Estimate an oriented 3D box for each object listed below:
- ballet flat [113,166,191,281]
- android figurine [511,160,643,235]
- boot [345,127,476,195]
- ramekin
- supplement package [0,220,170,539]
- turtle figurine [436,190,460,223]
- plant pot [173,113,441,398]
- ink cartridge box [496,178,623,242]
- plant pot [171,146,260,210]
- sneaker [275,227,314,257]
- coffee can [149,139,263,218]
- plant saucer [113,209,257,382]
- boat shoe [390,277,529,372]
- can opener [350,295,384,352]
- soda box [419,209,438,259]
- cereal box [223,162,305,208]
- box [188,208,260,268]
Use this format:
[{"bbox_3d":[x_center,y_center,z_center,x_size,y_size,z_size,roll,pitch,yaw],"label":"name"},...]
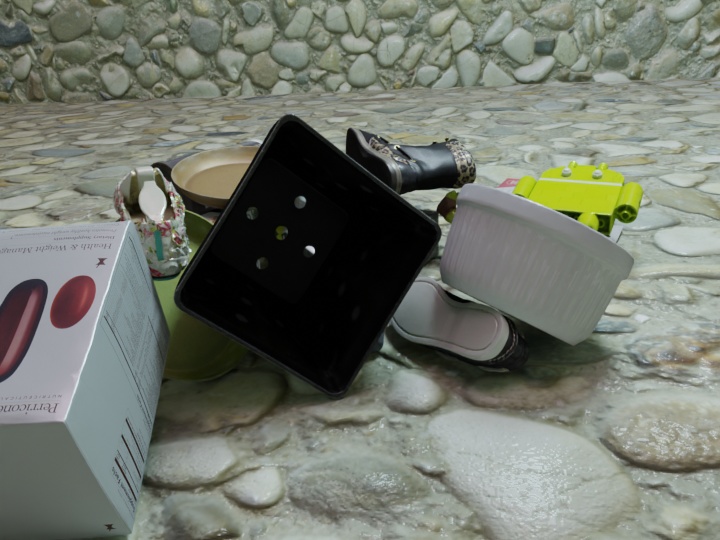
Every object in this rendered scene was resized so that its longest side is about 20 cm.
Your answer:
[{"bbox_3d":[-0.207,-0.065,0.668,0.074,0.065,0.200,-12,35,-23],"label":"ballet flat"},{"bbox_3d":[0.307,-0.104,0.957,0.178,0.042,0.201,9,38,29],"label":"android figurine"},{"bbox_3d":[0.067,-0.163,0.986,0.146,0.075,0.200,-7,26,-19],"label":"boot"},{"bbox_3d":[0.178,-0.002,0.718,0.196,0.107,0.200,25,1,-1],"label":"ramekin"},{"bbox_3d":[-0.272,0.085,0.531,0.185,0.150,0.203,-5,43,-1],"label":"supplement package"},{"bbox_3d":[0.183,-0.041,0.944,0.195,0.066,0.163,-1,40,-29],"label":"turtle figurine"},{"bbox_3d":[-0.068,-0.027,0.708,0.197,0.203,0.177,33,2,-23],"label":"plant pot"},{"bbox_3d":[0.307,-0.091,1.054,0.195,0.069,0.116,10,27,28],"label":"ink cartridge box"},{"bbox_3d":[-0.163,-0.128,0.935,0.194,0.028,0.201,2,29,-1],"label":"plant pot"},{"bbox_3d":[-0.071,-0.042,0.970,0.083,0.076,0.200,-21,27,-17],"label":"sneaker"},{"bbox_3d":[-0.238,-0.127,1.119,0.144,0.150,0.198,15,29,39],"label":"coffee can"},{"bbox_3d":[-0.201,0.027,0.735,0.031,0.203,0.199,-30,0,41],"label":"plant saucer"},{"bbox_3d":[0.102,0.059,0.733,0.060,0.075,0.198,33,-11,-31],"label":"boat shoe"},{"bbox_3d":[0.024,0.002,0.791,0.065,0.053,0.203,-6,47,19],"label":"can opener"},{"bbox_3d":[0.022,-0.062,1.028,0.196,0.070,0.063,12,25,34],"label":"soda box"},{"bbox_3d":[-0.093,-0.134,1.026,0.196,0.040,0.143,22,35,24],"label":"cereal box"},{"bbox_3d":[-0.214,0.005,0.843,0.059,0.120,0.199,8,26,34],"label":"box"}]
